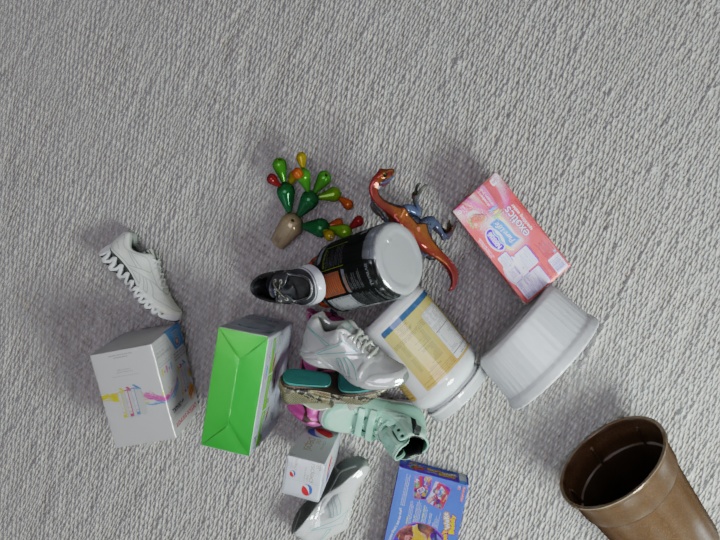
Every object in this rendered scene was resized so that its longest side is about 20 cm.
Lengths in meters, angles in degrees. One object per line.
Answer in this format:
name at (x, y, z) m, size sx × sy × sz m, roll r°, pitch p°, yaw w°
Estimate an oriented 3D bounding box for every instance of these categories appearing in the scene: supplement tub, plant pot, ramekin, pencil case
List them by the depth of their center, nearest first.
plant pot at (0.471, 0.388, 1.015) m, size 0.199 × 0.200 × 0.199 m, roll -40°, pitch 96°, yaw 8°
ramekin at (0.289, 0.122, 1.015) m, size 0.098 × 0.200 × 0.201 m, roll 44°, pitch 97°, yaw 11°
supplement tub at (0.000, 0.000, 1.042) m, size 0.197 × 0.121 × 0.126 m, roll -15°, pitch 92°, yaw 46°
supplement tub at (0.109, 0.142, 1.062) m, size 0.144 × 0.145 × 0.201 m, roll -42°, pitch 88°, yaw 8°
pencil case at (-0.080, 0.176, 1.119) m, size 0.091 × 0.091 × 0.206 m, roll 17°, pitch 97°, yaw 14°

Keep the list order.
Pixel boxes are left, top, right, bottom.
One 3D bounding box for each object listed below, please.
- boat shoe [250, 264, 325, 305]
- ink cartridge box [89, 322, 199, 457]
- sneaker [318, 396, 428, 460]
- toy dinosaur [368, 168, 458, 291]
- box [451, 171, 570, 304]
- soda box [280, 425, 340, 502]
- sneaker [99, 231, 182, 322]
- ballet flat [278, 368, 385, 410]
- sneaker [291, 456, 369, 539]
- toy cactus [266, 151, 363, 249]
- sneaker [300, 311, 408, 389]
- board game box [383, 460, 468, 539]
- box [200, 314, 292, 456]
boat shoe at (-0.134, 0.028, 1.067) m, size 0.065 × 0.197 × 0.072 m, roll -16°, pitch 103°, yaw -34°
ink cartridge box at (-0.390, 0.222, 1.133) m, size 0.121 × 0.129 × 0.207 m, roll -10°, pitch 101°, yaw 8°
sneaker at (0.026, 0.275, 1.068) m, size 0.193 × 0.119 × 0.076 m, roll 3°, pitch 111°, yaw -9°
toy dinosaur at (0.091, -0.091, 1.046) m, size 0.179 × 0.202 × 0.106 m, roll 27°, pitch 113°, yaw -39°
box at (0.254, -0.056, 1.056) m, size 0.102 × 0.095 × 0.201 m, roll -40°, pitch 88°, yaw 8°
soda box at (-0.081, 0.326, 1.070) m, size 0.066 × 0.200 × 0.066 m, roll 11°, pitch 94°, yaw 6°
sneaker at (-0.404, 0.012, 1.163) m, size 0.081 × 0.075 × 0.200 m, roll -43°, pitch 90°, yaw -4°
ballet flat at (-0.044, 0.208, 1.055) m, size 0.193 × 0.069 × 0.077 m, roll 0°, pitch 123°, yaw 2°
sneaker at (-0.043, 0.433, 1.145) m, size 0.080 × 0.071 × 0.201 m, roll 38°, pitch 100°, yaw -12°
toy cactus at (-0.104, -0.106, 1.111) m, size 0.199 × 0.103 × 0.166 m, roll 40°, pitch 107°, yaw -5°
sneaker at (-0.012, 0.130, 0.990) m, size 0.195 × 0.070 × 0.083 m, roll 18°, pitch 111°, yaw 23°
board game box at (0.115, 0.468, 1.130) m, size 0.130 × 0.045 × 0.207 m, roll 13°, pitch 95°, yaw 7°
box at (-0.194, 0.195, 1.089) m, size 0.093 × 0.176 × 0.207 m, roll 10°, pitch 95°, yaw 6°
